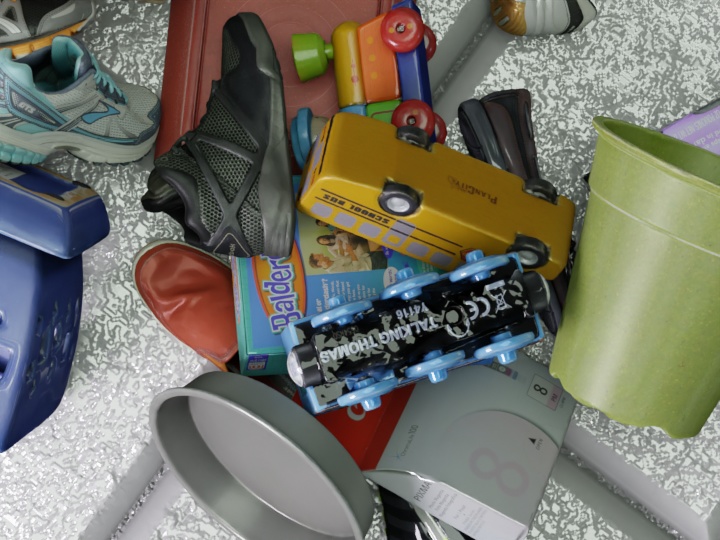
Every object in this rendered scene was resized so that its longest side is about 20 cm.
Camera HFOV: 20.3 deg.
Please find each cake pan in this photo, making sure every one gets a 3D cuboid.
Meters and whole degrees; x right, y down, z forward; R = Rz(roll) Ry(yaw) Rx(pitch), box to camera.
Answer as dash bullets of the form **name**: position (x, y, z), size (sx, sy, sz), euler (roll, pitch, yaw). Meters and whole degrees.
- **cake pan**: position (-0.070, 0.150, 1.510), size (0.200, 0.200, 0.037), euler (40, 60, 1)

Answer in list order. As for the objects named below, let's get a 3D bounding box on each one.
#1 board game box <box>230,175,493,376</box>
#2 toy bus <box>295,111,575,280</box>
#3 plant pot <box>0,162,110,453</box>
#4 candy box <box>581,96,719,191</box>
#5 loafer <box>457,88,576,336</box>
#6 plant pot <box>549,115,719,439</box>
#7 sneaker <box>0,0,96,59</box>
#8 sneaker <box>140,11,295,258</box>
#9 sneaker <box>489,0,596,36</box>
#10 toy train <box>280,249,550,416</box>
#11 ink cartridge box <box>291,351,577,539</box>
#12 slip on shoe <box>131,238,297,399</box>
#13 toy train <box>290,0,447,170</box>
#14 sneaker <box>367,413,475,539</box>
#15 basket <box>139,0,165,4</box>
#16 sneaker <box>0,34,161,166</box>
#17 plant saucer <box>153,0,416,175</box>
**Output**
- **board game box**: position (0.000, 0.000, 1.557), size (0.198, 0.045, 0.154), euler (-1, 66, -10)
- **toy bus**: position (0.058, -0.048, 1.506), size (0.198, 0.078, 0.066), euler (22, 55, -13)
- **plant pot**: position (-0.298, 0.002, 1.480), size (0.198, 0.200, 0.181), euler (23, 97, 0)
- **candy box**: position (0.299, -0.030, 1.594), size (0.167, 0.072, 0.201), euler (-29, 87, -4)
- **loafer**: position (0.141, -0.050, 1.591), size (0.062, 0.072, 0.202), euler (-22, 84, -9)
- **plant pot**: position (0.226, 0.012, 1.477), size (0.198, 0.200, 0.191), euler (22, 103, -1)
- **sneaker**: position (-0.301, -0.189, 1.536), size (0.198, 0.078, 0.078), euler (-11, 94, -7)
- **sneaker**: position (-0.111, -0.104, 1.524), size (0.113, 0.076, 0.201), euler (-2, 72, -9)
- **sneaker**: position (0.151, -0.286, 1.616), size (0.087, 0.076, 0.202), euler (2, 89, -18)
- **toy train**: position (0.038, 0.045, 1.457), size (0.198, 0.114, 0.087), euler (-18, 86, -12)
- **ink cartridge box**: position (0.057, 0.106, 1.539), size (0.199, 0.057, 0.163), euler (32, 44, -3)
- **slip on shoe**: position (-0.098, 0.049, 1.573), size (0.200, 0.061, 0.074), euler (44, 86, 2)
- **toy train**: position (-0.002, -0.177, 1.556), size (0.114, 0.085, 0.202), euler (-7, 86, 9)
- **sneaker**: position (0.037, 0.197, 1.563), size (0.083, 0.072, 0.201), euler (-39, 75, 20)
- **basket**: position (-0.215, -0.297, 1.518), size (0.198, 0.198, 0.163), euler (4, 91, -13)
- **sneaker**: position (-0.211, -0.130, 1.517), size (0.077, 0.199, 0.087), euler (36, 115, 24)
- **plant saucer**: position (-0.058, -0.169, 1.605), size (0.197, 0.037, 0.202), euler (6, 86, -2)
